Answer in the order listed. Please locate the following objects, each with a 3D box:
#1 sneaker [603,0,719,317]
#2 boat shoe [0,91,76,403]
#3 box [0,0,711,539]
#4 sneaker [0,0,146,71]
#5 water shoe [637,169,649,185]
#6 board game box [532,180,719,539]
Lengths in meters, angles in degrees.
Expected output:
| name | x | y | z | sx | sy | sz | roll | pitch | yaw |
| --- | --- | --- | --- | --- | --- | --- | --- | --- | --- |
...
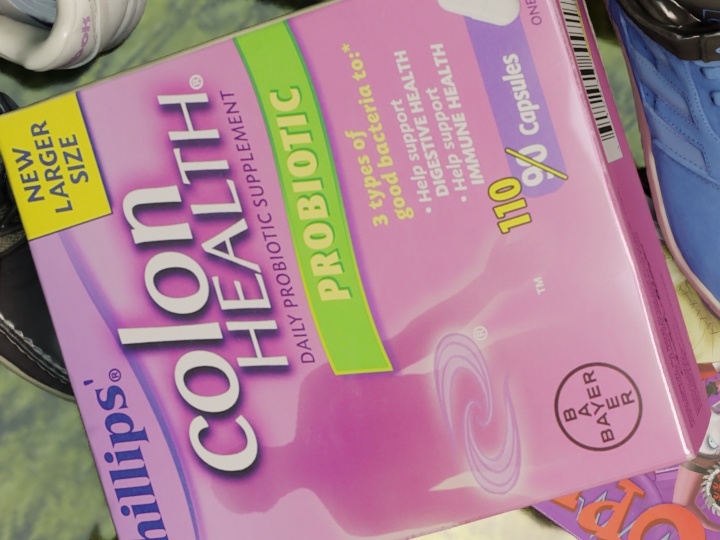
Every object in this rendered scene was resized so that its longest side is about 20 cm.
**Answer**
| name | x | y | z | sx | sy | sz | roll | pitch | yaw |
| --- | --- | --- | --- | --- | --- | --- | --- | --- | --- |
| sneaker | 0.129 | -0.062 | 0.718 | 0.076 | 0.111 | 0.202 | -18 | 83 | 1 |
| boat shoe | -0.146 | -0.030 | 0.805 | 0.072 | 0.065 | 0.201 | -37 | 98 | -8 |
| box | 0.000 | 0.000 | 0.748 | 0.198 | 0.097 | 0.178 | -16 | 91 | 14 |
| sneaker | -0.160 | -0.150 | 0.778 | 0.200 | 0.100 | 0.075 | 42 | 112 | -8 |
| water shoe | 0.163 | -0.012 | 0.849 | 0.198 | 0.079 | 0.072 | -9 | 94 | -9 |
| board game box | 0.072 | 0.019 | 0.797 | 0.199 | 0.032 | 0.121 | 35 | 105 | 9 |
